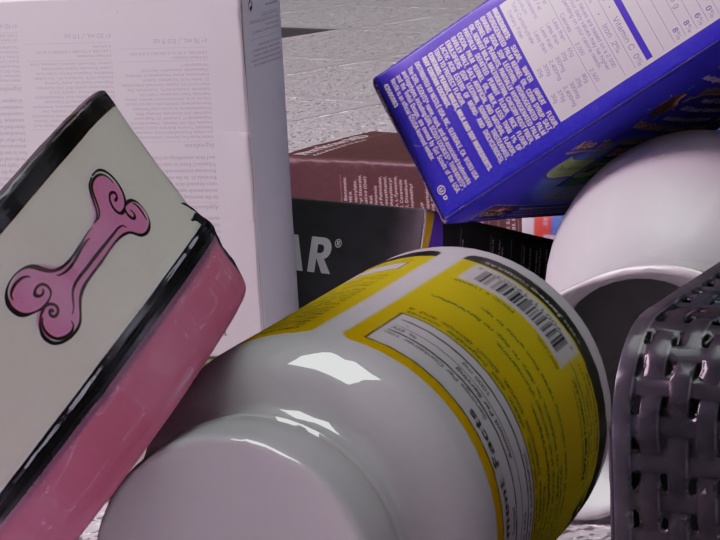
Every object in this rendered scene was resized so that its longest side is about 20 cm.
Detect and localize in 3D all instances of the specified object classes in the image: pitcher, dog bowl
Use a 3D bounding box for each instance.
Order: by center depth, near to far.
[{"bbox_3d":[-0.110,0.048,0.663,0.074,0.200,0.200,38,12,-4],"label":"dog bowl"},{"bbox_3d":[0.146,0.004,0.882,0.171,0.122,0.200,-27,5,25],"label":"pitcher"}]

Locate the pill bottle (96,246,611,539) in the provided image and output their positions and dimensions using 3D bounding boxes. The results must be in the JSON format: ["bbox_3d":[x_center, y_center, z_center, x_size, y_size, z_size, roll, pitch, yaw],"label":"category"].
[{"bbox_3d":[0.001,0.065,0.691,0.112,0.113,0.200,2,12,21],"label":"pill bottle"}]

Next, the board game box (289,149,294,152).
[{"bbox_3d":[-0.121,-0.044,1.430,0.198,0.041,0.200,-8,12,-23],"label":"board game box"}]

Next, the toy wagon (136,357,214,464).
[{"bbox_3d":[-0.091,0.050,0.971,0.154,0.040,0.200,-6,11,-15],"label":"toy wagon"}]

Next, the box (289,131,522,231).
[{"bbox_3d":[0.061,-0.035,1.266,0.199,0.076,0.100,3,13,34],"label":"box"}]

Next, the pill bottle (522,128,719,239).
[{"bbox_3d":[0.187,-0.023,1.075,0.199,0.113,0.112,5,14,32],"label":"pill bottle"}]

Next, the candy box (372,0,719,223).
[{"bbox_3d":[0.129,-0.102,0.954,0.199,0.077,0.169,-32,-11,24],"label":"candy box"}]

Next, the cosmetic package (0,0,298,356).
[{"bbox_3d":[-0.129,-0.042,0.958,0.198,0.152,0.052,1,10,18],"label":"cosmetic package"}]

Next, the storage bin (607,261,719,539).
[{"bbox_3d":[0.143,0.063,0.602,0.093,0.136,0.200,3,13,26],"label":"storage bin"}]

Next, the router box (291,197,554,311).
[{"bbox_3d":[0.000,0.000,1.047,0.199,0.053,0.157,7,-3,41],"label":"router box"}]
